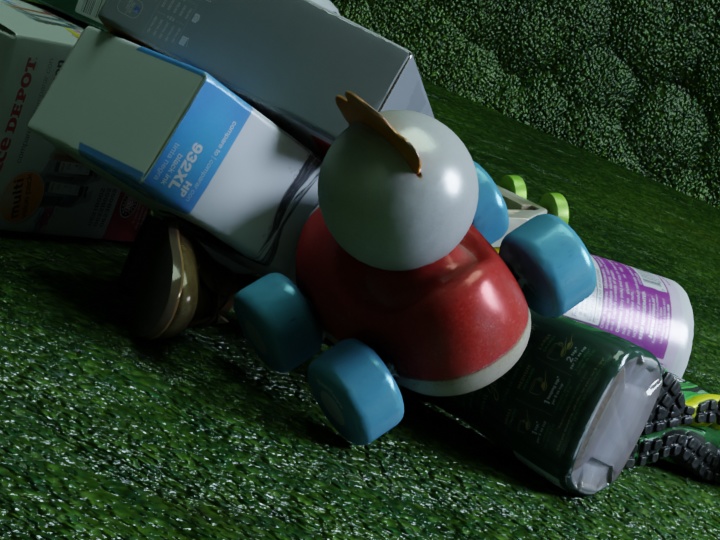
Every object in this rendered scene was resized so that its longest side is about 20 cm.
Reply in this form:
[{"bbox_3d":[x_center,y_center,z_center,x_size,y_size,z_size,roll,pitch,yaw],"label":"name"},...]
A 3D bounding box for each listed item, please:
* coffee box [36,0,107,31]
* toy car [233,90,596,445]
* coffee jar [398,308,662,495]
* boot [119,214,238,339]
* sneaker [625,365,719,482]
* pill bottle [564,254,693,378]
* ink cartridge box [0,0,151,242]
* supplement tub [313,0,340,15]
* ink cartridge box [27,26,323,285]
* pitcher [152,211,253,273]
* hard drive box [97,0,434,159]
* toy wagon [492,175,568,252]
[{"bbox_3d":[-0.196,-0.211,1.487,0.200,0.044,0.123,26,10,35],"label":"coffee box"},{"bbox_3d":[0.017,-0.037,1.181,0.184,0.200,0.177,-31,41,-18],"label":"toy car"},{"bbox_3d":[0.092,0.061,1.288,0.200,0.104,0.085,28,4,33],"label":"coffee jar"},{"bbox_3d":[-0.111,0.009,1.277,0.075,0.074,0.200,25,7,-11],"label":"boot"},{"bbox_3d":[0.194,0.101,1.401,0.200,0.078,0.085,23,0,-40],"label":"sneaker"},{"bbox_3d":[0.145,0.036,1.497,0.200,0.112,0.112,16,12,-21],"label":"pill bottle"},{"bbox_3d":[-0.250,-0.115,1.417,0.145,0.146,0.200,27,13,32],"label":"ink cartridge box"},{"bbox_3d":[-0.057,-0.177,1.900,0.200,0.140,0.140,59,18,7],"label":"supplement tub"},{"bbox_3d":[-0.099,-0.066,1.305,0.145,0.084,0.200,24,-8,46],"label":"ink cartridge box"},{"bbox_3d":[-0.110,-0.097,1.518,0.121,0.172,0.200,4,18,-39],"label":"pitcher"},{"bbox_3d":[-0.059,-0.136,1.321,0.200,0.077,0.156,28,-7,13],"label":"hard drive box"},{"bbox_3d":[0.055,-0.052,1.467,0.155,0.040,0.200,1,13,-22],"label":"toy wagon"}]
